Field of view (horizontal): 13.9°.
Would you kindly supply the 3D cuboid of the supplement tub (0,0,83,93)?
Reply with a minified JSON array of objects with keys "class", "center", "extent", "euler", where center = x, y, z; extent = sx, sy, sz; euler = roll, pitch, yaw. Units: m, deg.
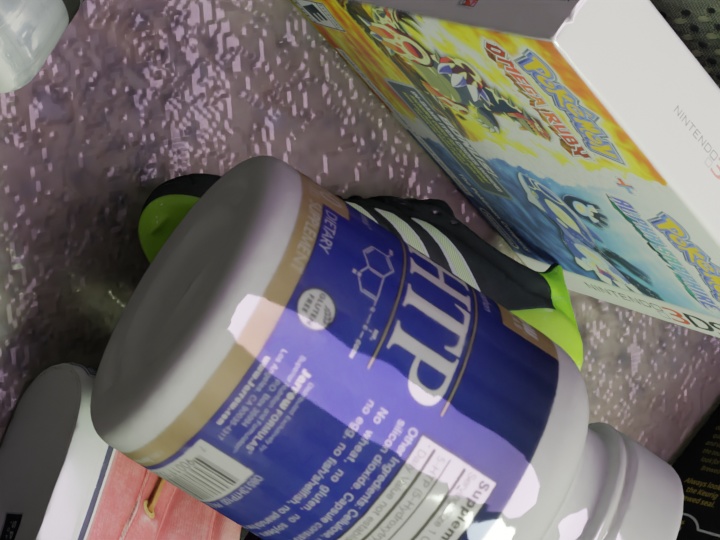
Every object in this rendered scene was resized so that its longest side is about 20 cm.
[{"class":"supplement tub","center":[-0.115,-0.172,1.010],"extent":[0.122,0.122,0.201],"euler":[42,73,-35]}]

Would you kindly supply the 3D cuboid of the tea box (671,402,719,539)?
[{"class":"tea box","center":[0.229,0.144,1.285],"extent":[0.197,0.199,0.134],"euler":[-50,123,-20]}]

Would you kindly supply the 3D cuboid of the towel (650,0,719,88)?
[{"class":"towel","center":[0.160,-0.069,1.184],"extent":[0.200,0.191,0.035],"euler":[52,51,-46]}]

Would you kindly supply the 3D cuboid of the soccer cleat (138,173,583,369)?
[{"class":"soccer cleat","center":[0.000,0.000,1.173],"extent":[0.199,0.068,0.081],"euler":[22,43,-25]}]

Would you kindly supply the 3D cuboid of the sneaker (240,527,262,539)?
[{"class":"sneaker","center":[-0.024,0.140,1.157],"extent":[0.074,0.087,0.201],"euler":[36,76,-36]}]

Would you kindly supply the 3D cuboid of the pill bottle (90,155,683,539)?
[{"class":"pill bottle","center":[0.013,0.059,1.076],"extent":[0.199,0.120,0.120],"euler":[33,77,-17]}]

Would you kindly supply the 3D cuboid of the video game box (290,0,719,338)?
[{"class":"video game box","center":[0.083,-0.052,1.148],"extent":[0.200,0.182,0.047],"euler":[46,72,-33]}]

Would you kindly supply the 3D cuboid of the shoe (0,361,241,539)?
[{"class":"shoe","center":[-0.108,0.142,1.102],"extent":[0.091,0.071,0.201],"euler":[27,77,-32]}]
